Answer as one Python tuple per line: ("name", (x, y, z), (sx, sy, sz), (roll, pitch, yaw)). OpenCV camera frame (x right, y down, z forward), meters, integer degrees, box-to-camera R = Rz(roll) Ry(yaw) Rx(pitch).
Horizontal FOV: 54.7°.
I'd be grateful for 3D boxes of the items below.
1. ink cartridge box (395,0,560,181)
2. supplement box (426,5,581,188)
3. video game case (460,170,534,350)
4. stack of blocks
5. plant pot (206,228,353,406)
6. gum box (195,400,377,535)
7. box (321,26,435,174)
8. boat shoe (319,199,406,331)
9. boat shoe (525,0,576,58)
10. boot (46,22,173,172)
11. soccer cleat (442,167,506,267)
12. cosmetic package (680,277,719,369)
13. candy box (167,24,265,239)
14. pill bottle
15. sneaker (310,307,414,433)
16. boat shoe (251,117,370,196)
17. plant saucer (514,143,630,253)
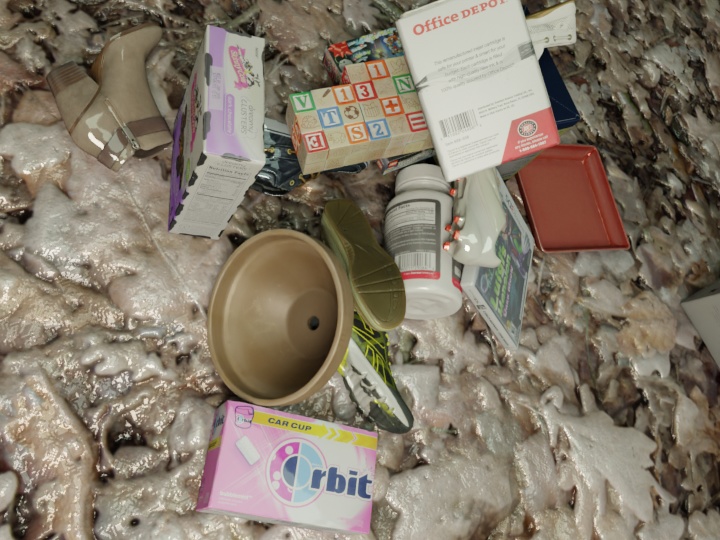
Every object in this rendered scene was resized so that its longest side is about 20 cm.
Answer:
("ink cartridge box", (0.140, -0.228, 0.847), (0.143, 0.084, 0.202), (-18, 101, 7))
("supplement box", (0.186, -0.252, 1.058), (0.133, 0.200, 0.202), (-14, 75, -29))
("video game case", (0.205, -0.015, 1.015), (0.182, 0.023, 0.201), (48, 48, -43))
("stack of blocks", (0.004, -0.209, 0.925), (0.198, 0.059, 0.116), (-15, 74, -15))
("plant pot", (-0.079, 0.057, 0.823), (0.092, 0.200, 0.203), (15, 57, -57))
("gum box", (-0.075, 0.230, 0.798), (0.198, 0.066, 0.115), (17, 64, -20))
("box", (0.048, -0.250, 1.003), (0.136, 0.040, 0.201), (-23, 76, -20))
("boat shoe", (-0.002, 0.000, 0.906), (0.073, 0.063, 0.202), (-12, 58, -29))
("boat shoe", (0.215, -0.299, 0.931), (0.199, 0.071, 0.070), (-26, 107, -17))
("boot", (-0.291, -0.218, 0.891), (0.147, 0.070, 0.200), (50, 57, -7))
("soccer cleat", (0.160, -0.093, 0.931), (0.077, 0.069, 0.202), (20, 62, -14))
("cosmetic package", (0.675, 0.073, 1.138), (0.164, 0.200, 0.166), (-28, 83, -8))
("candy box", (-0.175, -0.157, 0.836), (0.071, 0.200, 0.169), (7, 65, -24))
("pill bottle", (0.087, -0.042, 0.971), (0.110, 0.111, 0.202), (13, 64, -21))
("sneaker", (0.014, 0.113, 0.889), (0.084, 0.074, 0.201), (-33, 86, -34))
("boat shoe", (-0.081, -0.142, 0.962), (0.198, 0.071, 0.092), (10, 75, -22))
("plant saucer", (0.346, -0.119, 1.180), (0.198, 0.037, 0.202), (-3, 70, -27))
